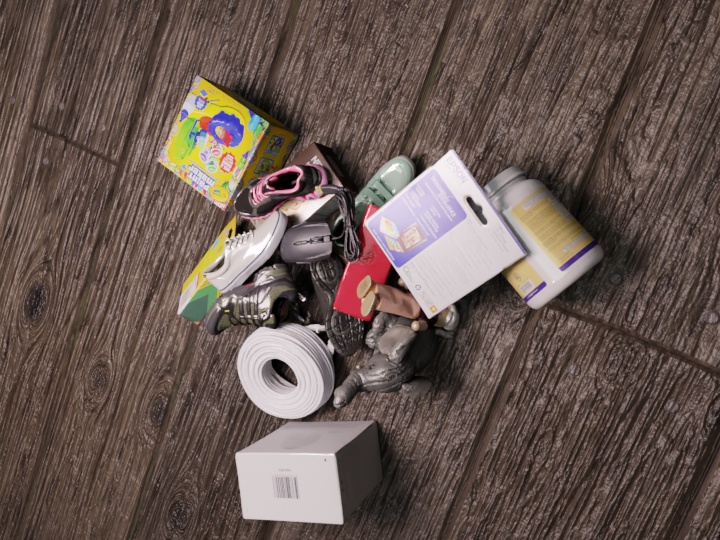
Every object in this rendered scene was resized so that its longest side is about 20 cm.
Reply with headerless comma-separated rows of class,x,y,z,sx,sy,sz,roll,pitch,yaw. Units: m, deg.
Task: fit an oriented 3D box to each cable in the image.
cable,-0.145,0.199,1.129,0.198,0.069,0.202,4,112,19

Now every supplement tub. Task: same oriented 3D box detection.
supplement tub,0.274,-0.055,0.933,0.145,0.145,0.201,-42,76,18

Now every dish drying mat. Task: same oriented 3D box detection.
dish drying mat,0.016,-0.012,1.018,0.076,0.018,0.202,21,103,3

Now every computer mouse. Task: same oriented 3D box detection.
computer mouse,-0.088,-0.079,1.024,0.199,0.046,0.142,-1,94,39

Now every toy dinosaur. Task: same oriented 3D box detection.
toy dinosaur,-0.131,0.082,1.158,0.088,0.047,0.201,-30,80,35

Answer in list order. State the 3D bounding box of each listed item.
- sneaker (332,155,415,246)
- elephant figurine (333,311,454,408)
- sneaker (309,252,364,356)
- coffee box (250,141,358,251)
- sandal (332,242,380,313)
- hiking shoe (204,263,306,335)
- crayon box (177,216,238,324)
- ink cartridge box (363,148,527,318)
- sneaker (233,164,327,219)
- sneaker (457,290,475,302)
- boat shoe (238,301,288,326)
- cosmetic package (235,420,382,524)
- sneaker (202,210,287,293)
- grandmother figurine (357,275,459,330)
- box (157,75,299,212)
sneaker,0.025,-0.119,1.043,0.074,0.118,0.201,40,109,-1
elephant figurine,0.061,0.164,0.987,0.141,0.200,0.156,33,110,-2
sneaker,-0.045,0.065,1.095,0.075,0.091,0.202,-13,81,-11
coffee box,-0.118,-0.141,1.129,0.200,0.080,0.115,-39,77,19
sandal,0.000,0.000,1.095,0.200,0.054,0.081,43,150,27
hiking shoe,-0.201,0.075,1.076,0.199,0.076,0.101,-36,72,7
crayon box,-0.296,-0.002,1.182,0.051,0.127,0.200,33,108,-24
ink cartridge box,0.134,-0.055,0.923,0.200,0.047,0.198,-37,84,28
sneaker,-0.163,-0.150,1.053,0.199,0.095,0.080,-19,85,23
sneaker,0.115,-0.009,1.031,0.199,0.086,0.081,33,104,18
boat shoe,-0.232,0.082,1.163,0.199,0.072,0.076,-6,101,35
cosmetic package,-0.087,0.364,1.061,0.198,0.200,0.124,-7,91,23
sneaker,-0.215,-0.038,1.066,0.200,0.071,0.073,-47,33,13
grandmother figurine,0.090,0.062,1.000,0.061,0.199,0.122,-45,38,41
box,-0.268,-0.249,1.167,0.199,0.122,0.194,35,104,18
